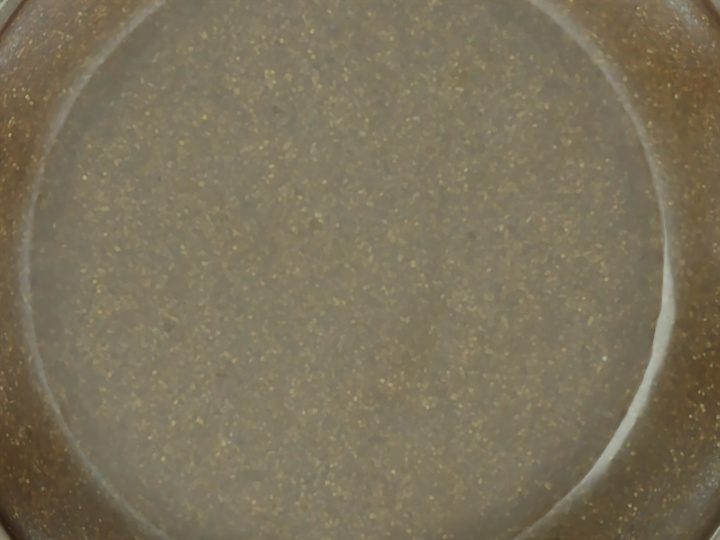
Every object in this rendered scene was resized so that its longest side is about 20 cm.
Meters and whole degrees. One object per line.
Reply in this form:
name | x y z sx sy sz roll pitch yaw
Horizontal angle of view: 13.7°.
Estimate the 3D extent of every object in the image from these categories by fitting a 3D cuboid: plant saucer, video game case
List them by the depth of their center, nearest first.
plant saucer | 0.000 0.000 0.669 0.200 0.037 0.201 -1 95 -10
video game case | -0.043 -0.020 0.689 0.182 0.023 0.200 29 89 -11

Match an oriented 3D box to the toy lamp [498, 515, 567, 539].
toy lamp | 0.103 0.073 0.709 0.200 0.058 0.058 -12 76 3
